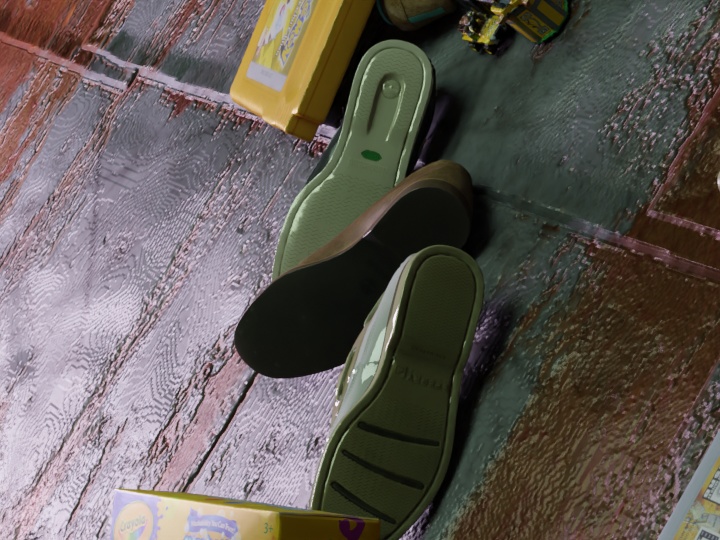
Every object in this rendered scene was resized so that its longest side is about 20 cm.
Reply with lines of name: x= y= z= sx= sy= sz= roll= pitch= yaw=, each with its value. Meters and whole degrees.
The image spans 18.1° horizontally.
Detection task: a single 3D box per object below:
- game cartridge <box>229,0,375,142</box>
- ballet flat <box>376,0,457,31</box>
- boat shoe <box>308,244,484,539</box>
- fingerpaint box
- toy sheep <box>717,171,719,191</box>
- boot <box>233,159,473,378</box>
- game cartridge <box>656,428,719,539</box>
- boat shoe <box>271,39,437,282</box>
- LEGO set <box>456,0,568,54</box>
game cartridge: x=-0.036 y=-0.193 z=1.703 sx=0.177 sy=0.032 sz=0.200 roll=-67 pitch=17 yaw=4
ballet flat: x=0.069 y=-0.263 z=1.650 sx=0.072 sy=0.068 sz=0.201 roll=-1 pitch=58 yaw=34
boat shoe: x=0.020 y=0.085 z=1.364 sx=0.201 sy=0.074 sz=0.068 roll=-66 pitch=10 yaw=-14
fingerpaint box: x=-0.078 y=0.216 z=1.308 sx=0.200 sy=0.073 sz=0.168 roll=0 pitch=83 yaw=57
toy sheep: x=0.257 y=-0.065 z=1.072 sx=0.199 sy=0.138 sz=0.139 roll=-18 pitch=46 yaw=44
boot: x=0.000 y=0.000 z=1.493 sx=0.200 sy=0.074 sz=0.076 roll=-38 pitch=15 yaw=24
game cartridge: x=0.189 y=0.144 z=1.063 sx=0.201 sy=0.041 sz=0.133 roll=-60 pitch=24 yaw=-6
boat shoe: x=0.000 y=-0.057 z=1.555 sx=0.068 sy=0.071 sz=0.201 roll=48 pitch=-115 yaw=-82
LEGO set: x=0.099 y=-0.258 z=1.529 sx=0.201 sy=0.116 sz=0.154 roll=-55 pitch=28 yaw=3
